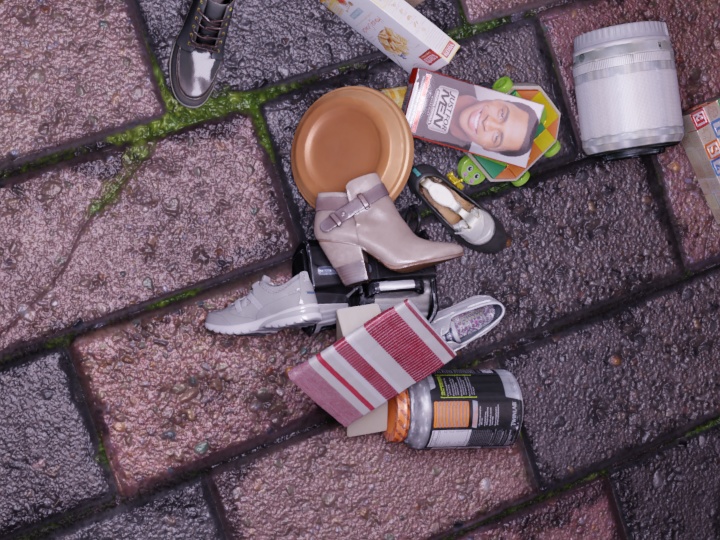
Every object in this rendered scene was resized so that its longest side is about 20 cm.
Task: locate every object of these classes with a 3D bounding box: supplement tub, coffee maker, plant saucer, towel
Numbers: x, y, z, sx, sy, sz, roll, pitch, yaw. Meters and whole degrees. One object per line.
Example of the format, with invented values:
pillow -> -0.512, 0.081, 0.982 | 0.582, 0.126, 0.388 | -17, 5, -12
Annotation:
supplement tub -> 0.137, 0.212, 1.634 | 0.199, 0.122, 0.123 | 2, 89, -15
coffee maker -> 0.000, 0.000, 1.607 | 0.199, 0.135, 0.193 | -2, 53, -16
plant saucer -> -0.019, -0.175, 1.575 | 0.199, 0.037, 0.201 | -1, 88, 25
towel -> 0.017, 0.128, 1.479 | 0.200, 0.023, 0.144 | -33, 131, 12

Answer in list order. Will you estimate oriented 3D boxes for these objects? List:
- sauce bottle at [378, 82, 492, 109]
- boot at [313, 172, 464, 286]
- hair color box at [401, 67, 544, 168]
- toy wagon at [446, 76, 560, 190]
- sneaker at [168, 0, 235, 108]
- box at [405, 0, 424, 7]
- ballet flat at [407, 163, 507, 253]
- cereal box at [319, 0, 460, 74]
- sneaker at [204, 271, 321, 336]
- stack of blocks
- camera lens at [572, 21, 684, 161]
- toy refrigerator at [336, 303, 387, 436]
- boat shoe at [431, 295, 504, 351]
sauce bottle -> 0.110, -0.261, 1.661 | 0.199, 0.066, 0.066 | -12, 93, -19
boot -> 0.034, -0.065, 1.508 | 0.199, 0.070, 0.147 | -13, 81, -3
hair color box -> 0.162, -0.229, 1.597 | 0.199, 0.061, 0.102 | 14, 98, -9
toy wagon -> 0.222, -0.199, 1.677 | 0.200, 0.040, 0.155 | -44, 120, 2
sneaker -> -0.228, -0.339, 1.542 | 0.074, 0.106, 0.201 | 12, 86, -15
box -> 0.086, -0.461, 1.583 | 0.095, 0.200, 0.078 | 32, 81, -13
ballet flat -> 0.153, -0.088, 1.667 | 0.200, 0.068, 0.068 | 37, 96, -12
cereal box -> 0.042, -0.370, 1.600 | 0.200, 0.144, 0.040 | 37, 80, -12
sneaker -> -0.141, 0.050, 1.544 | 0.075, 0.199, 0.082 | 10, 72, -58
stack of blocks -> 0.625, -0.194, 1.806 | 0.115, 0.059, 0.201 | -28, 97, -14
camera lens -> 0.424, -0.280, 1.698 | 0.159, 0.160, 0.201 | -9, 92, -16
toy refrigerator -> 0.006, 0.148, 1.560 | 0.070, 0.076, 0.201 | -8, 133, -8
boat shoe -> 0.136, 0.098, 1.662 | 0.199, 0.068, 0.072 | -20, 95, -15
